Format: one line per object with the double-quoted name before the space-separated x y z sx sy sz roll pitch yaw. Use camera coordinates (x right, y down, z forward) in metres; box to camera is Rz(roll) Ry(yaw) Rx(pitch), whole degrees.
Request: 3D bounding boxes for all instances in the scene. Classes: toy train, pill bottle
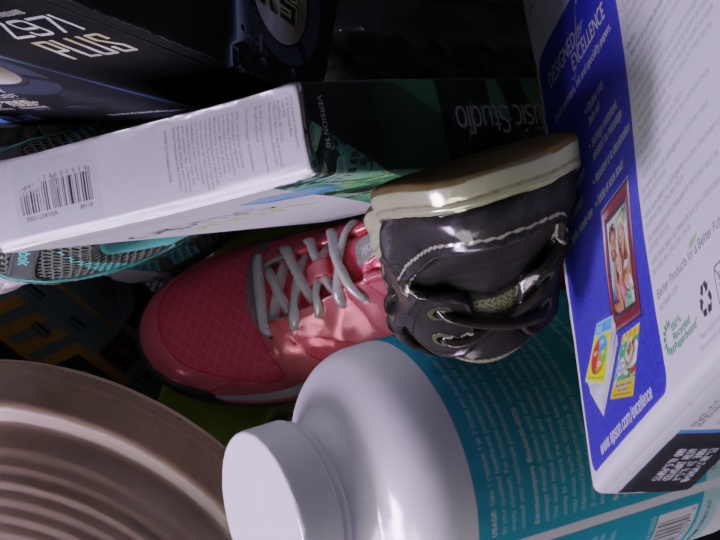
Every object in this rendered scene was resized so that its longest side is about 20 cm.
"toy train" -0.162 0.023 1.092 0.085 0.114 0.200 43 180 42
"pill bottle" 0.049 0.072 0.975 0.199 0.112 0.111 -13 173 -27

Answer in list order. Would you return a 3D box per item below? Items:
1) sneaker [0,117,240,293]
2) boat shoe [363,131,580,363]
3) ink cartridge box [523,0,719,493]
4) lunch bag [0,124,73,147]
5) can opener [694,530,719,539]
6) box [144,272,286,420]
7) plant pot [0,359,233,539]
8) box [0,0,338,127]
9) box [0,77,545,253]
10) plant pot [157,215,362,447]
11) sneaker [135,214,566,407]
"sneaker" -0.084 -0.030 1.022 0.091 0.199 0.078 -7 99 37
"boat shoe" 0.040 -0.003 0.843 0.071 0.067 0.201 -14 178 -6
"ink cartridge box" 0.101 -0.053 0.787 0.047 0.202 0.198 -1 160 -10
"lunch bag" -0.204 -0.030 1.166 0.166 0.140 0.200 -13 145 11
"can opener" 0.147 0.097 1.153 0.200 0.078 0.064 47 -166 -49
"box" -0.105 0.096 1.349 0.105 0.123 0.200 22 157 4
"plant pot" -0.133 0.139 1.025 0.199 0.093 0.202 10 136 10
"box" -0.130 -0.117 0.912 0.199 0.087 0.163 0 167 44
"box" -0.017 -0.040 0.913 0.144 0.037 0.199 -11 179 36
"plant pot" 0.020 0.103 1.158 0.180 0.201 0.199 9 151 20
"sneaker" 0.000 0.000 1.039 0.198 0.074 0.087 -11 156 2
